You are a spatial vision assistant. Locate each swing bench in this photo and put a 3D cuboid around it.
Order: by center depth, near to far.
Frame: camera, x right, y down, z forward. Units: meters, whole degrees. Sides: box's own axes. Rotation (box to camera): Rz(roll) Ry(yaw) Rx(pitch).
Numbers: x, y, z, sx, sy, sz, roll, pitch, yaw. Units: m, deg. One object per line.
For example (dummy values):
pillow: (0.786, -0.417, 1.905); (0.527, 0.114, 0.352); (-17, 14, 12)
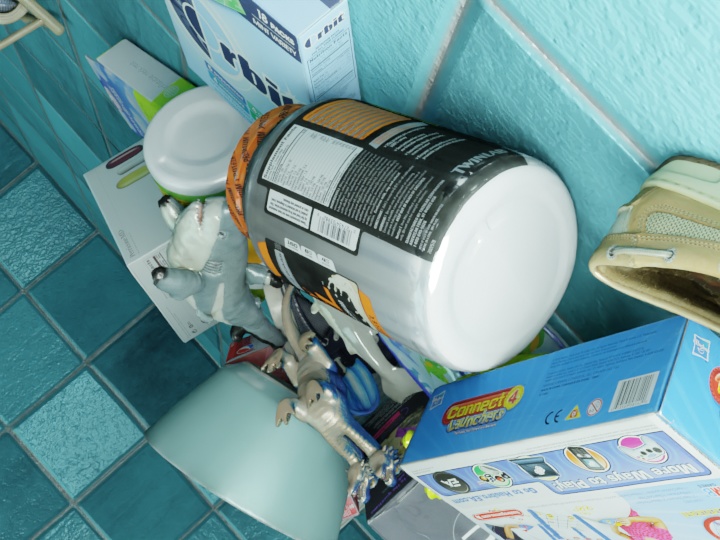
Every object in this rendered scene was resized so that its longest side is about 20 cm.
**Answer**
swing bench: (-0.491, -0.358, 1.419); (0.199, 0.130, 0.200); (29, 151, 57)

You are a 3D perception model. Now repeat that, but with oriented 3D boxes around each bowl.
bowl: (-0.082, 0.155, 1.035); (0.201, 0.105, 0.201); (32, 175, 3)

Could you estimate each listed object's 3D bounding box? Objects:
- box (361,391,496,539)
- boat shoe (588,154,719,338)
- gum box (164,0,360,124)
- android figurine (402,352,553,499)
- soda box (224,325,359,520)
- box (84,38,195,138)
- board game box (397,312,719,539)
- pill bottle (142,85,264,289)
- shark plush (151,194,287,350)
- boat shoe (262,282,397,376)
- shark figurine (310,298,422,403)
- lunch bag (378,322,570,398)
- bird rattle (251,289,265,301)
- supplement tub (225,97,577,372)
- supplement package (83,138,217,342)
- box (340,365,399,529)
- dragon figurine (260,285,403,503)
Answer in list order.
box: (0.076, 0.178, 0.993); (0.122, 0.106, 0.200); (45, -171, -12)
boat shoe: (0.171, 0.019, 0.445); (0.200, 0.076, 0.072); (29, 156, 54)
gum box: (-0.072, -0.161, 0.792); (0.170, 0.045, 0.200); (44, 165, 20)
android figurine: (0.125, 0.119, 0.716); (0.199, 0.041, 0.182); (-3, 128, 26)
soda box: (-0.067, 0.158, 1.156); (0.070, 0.063, 0.200); (-96, -17, -77)
box: (-0.199, -0.159, 1.198); (0.200, 0.048, 0.122); (38, 162, 40)
board game box: (0.154, 0.120, 0.595); (0.196, 0.056, 0.200); (38, 149, -18)
pill bottle: (-0.114, -0.066, 1.050); (0.111, 0.111, 0.200); (41, 165, 29)
shark plush: (-0.106, 0.016, 0.971); (0.091, 0.083, 0.200); (-88, -19, -50)
boat shoe: (-0.026, 0.054, 1.135); (0.200, 0.093, 0.075); (62, -172, -60)
shark figurine: (0.000, 0.009, 0.957); (0.128, 0.089, 0.215); (28, -153, -50)
lunch bag: (0.098, 0.078, 0.847); (0.200, 0.082, 0.161); (49, 170, 5)
bird rattle: (-0.102, -0.005, 1.301); (0.163, 0.113, 0.200); (54, -175, 35)
supplement tub: (0.016, -0.030, 0.671); (0.200, 0.123, 0.123); (26, 155, 45)
supplement package: (-0.235, -0.044, 1.417); (0.200, 0.111, 0.156); (53, 174, 44)
box: (-0.039, 0.186, 1.329); (0.171, 0.200, 0.199); (50, 166, 3)
dragon figurine: (-0.025, 0.100, 0.953); (0.099, 0.059, 0.200); (38, -158, -40)
